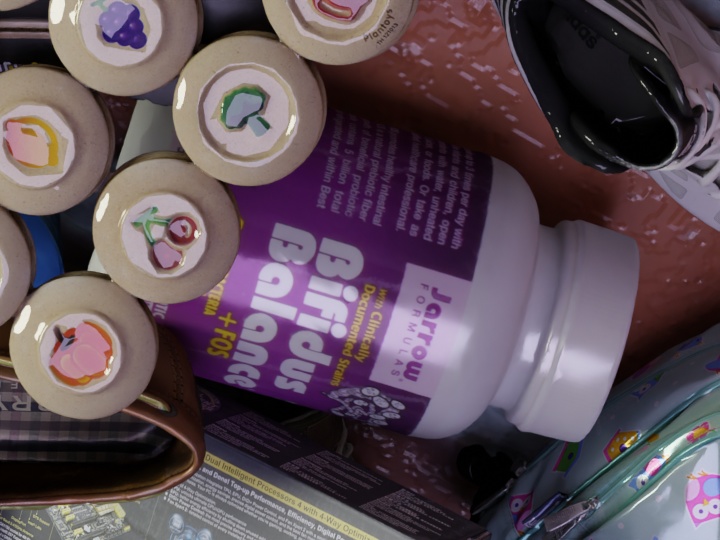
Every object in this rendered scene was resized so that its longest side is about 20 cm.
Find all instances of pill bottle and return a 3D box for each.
[{"bbox_3d":[0.000,0.000,0.933,0.199,0.113,0.113,15,124,-5],"label":"pill bottle"}]

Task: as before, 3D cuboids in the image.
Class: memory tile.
[{"bbox_3d":[-0.091,-0.061,0.795,0.153,0.017,0.200,35,103,-7],"label":"memory tile"}]

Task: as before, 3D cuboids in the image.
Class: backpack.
[{"bbox_3d":[0.144,0.110,0.986,0.167,0.127,0.200,39,116,-16],"label":"backpack"}]

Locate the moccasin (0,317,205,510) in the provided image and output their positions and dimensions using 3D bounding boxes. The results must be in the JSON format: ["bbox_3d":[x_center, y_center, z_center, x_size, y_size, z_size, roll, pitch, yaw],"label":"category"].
[{"bbox_3d":[-0.154,0.058,0.847,0.200,0.078,0.074,5,117,-16],"label":"moccasin"}]

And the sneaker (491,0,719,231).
[{"bbox_3d":[0.116,-0.046,0.889,0.200,0.116,0.076,40,119,-20],"label":"sneaker"}]

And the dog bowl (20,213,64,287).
[{"bbox_3d":[-0.211,-0.023,0.975,0.199,0.050,0.112,15,124,-5],"label":"dog bowl"}]

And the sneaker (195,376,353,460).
[{"bbox_3d":[-0.033,0.084,1.018,0.200,0.067,0.090,40,124,-16],"label":"sneaker"}]

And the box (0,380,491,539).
[{"bbox_3d":[-0.064,0.134,0.944,0.199,0.049,0.162,24,109,25],"label":"box"}]

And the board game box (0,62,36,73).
[{"bbox_3d":[-0.139,-0.150,0.879,0.199,0.057,0.166,-5,125,8],"label":"board game box"}]

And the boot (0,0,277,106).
[{"bbox_3d":[-0.106,-0.141,0.817,0.199,0.078,0.139,9,114,-6],"label":"boot"}]
